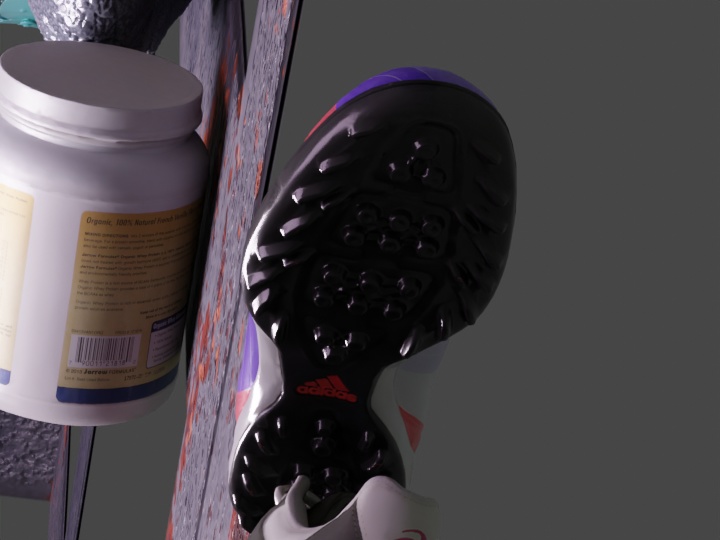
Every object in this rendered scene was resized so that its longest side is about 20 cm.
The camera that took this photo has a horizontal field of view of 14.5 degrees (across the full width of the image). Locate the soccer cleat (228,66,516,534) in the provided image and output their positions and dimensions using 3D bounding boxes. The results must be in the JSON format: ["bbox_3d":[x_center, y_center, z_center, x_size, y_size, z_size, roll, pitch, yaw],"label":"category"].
[{"bbox_3d":[0.000,0.000,0.788,0.200,0.068,0.073,104,174,-52],"label":"soccer cleat"}]

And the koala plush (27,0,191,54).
[{"bbox_3d":[-0.204,-0.230,1.781,0.178,0.199,0.184,107,-171,-48],"label":"koala plush"}]

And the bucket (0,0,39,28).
[{"bbox_3d":[-0.269,-0.325,2.704,0.207,0.134,0.208,-172,90,-82],"label":"bucket"}]

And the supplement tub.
[{"bbox_3d":[-0.167,-0.024,1.693,0.144,0.144,0.201,-103,22,-68],"label":"supplement tub"}]

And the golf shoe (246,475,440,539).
[{"bbox_3d":[-0.014,0.107,0.810,0.200,0.077,0.088,164,125,-74],"label":"golf shoe"}]
